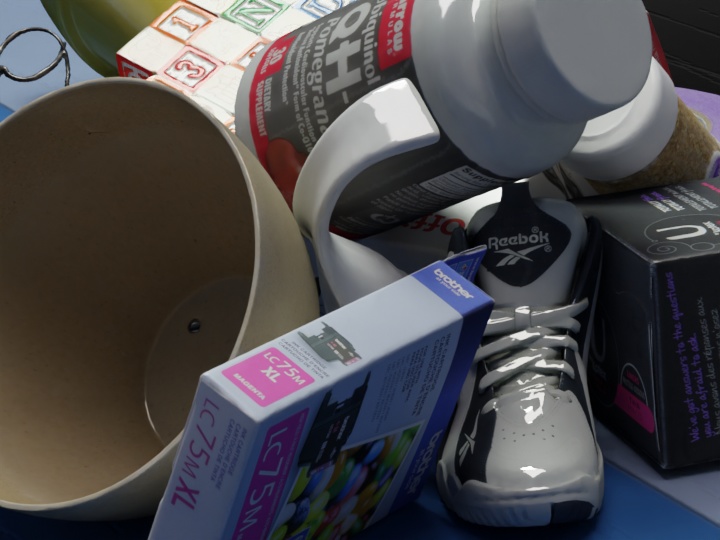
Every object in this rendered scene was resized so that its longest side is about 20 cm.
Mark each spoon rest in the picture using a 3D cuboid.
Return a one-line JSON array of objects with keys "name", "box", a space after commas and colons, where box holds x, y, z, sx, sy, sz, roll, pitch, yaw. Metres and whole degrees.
[{"name": "spoon rest", "box": [0.000, 0.000, 1.270, 0.060, 0.201, 0.100, -14, 48, -15]}]

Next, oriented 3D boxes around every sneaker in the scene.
[{"name": "sneaker", "box": [0.074, 0.030, 1.262, 0.079, 0.130, 0.199, -1, 19, 8]}]

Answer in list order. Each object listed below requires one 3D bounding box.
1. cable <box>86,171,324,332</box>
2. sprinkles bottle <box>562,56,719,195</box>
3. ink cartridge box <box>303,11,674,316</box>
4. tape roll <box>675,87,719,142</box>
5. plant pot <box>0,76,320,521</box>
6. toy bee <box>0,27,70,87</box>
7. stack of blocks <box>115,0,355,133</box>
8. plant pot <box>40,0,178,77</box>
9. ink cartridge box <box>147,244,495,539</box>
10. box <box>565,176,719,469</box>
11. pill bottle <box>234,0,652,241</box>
[{"name": "cable", "box": [-0.114, -0.007, 1.371, 0.198, 0.164, 0.051, 1, 47, 10]}, {"name": "sprinkles bottle", "box": [0.158, -0.049, 1.412, 0.068, 0.069, 0.200, 9, -17, 31]}, {"name": "ink cartridge box", "box": [0.060, -0.055, 1.461, 0.146, 0.083, 0.200, 10, 50, 35]}, {"name": "tape roll", "box": [0.139, -0.054, 1.604, 0.199, 0.066, 0.200, -2, 18, 1]}, {"name": "plant pot", "box": [-0.096, 0.029, 1.255, 0.199, 0.202, 0.134, 10, -13, 33]}, {"name": "toy bee", "box": [-0.140, -0.040, 1.576, 0.130, 0.109, 0.201, -8, 47, -1]}, {"name": "stack of blocks", "box": [-0.081, -0.085, 1.501, 0.115, 0.059, 0.200, 27, 55, 26]}, {"name": "plant pot", "box": [-0.111, -0.197, 1.896, 0.199, 0.202, 0.189, -10, 34, -20]}, {"name": "ink cartridge box", "box": [-0.009, 0.069, 1.177, 0.042, 0.120, 0.200, 35, 35, 22]}, {"name": "box", "box": [0.212, 0.014, 1.322, 0.199, 0.107, 0.122, -9, 17, -14]}, {"name": "pill bottle", "box": [0.041, -0.089, 1.305, 0.199, 0.111, 0.110, -20, 2, 44]}]
